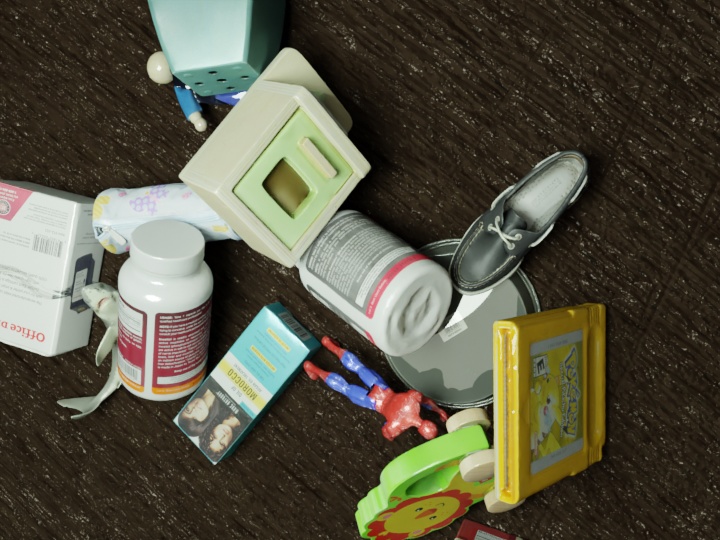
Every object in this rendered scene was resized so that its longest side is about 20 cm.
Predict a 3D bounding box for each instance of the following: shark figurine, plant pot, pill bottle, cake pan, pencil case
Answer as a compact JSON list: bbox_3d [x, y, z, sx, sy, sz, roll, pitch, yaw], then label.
[{"bbox_3d":[-0.331,0.093,1.096,0.089,0.127,0.217,39,124,35],"label":"shark figurine"},{"bbox_3d":[-0.161,-0.314,0.946,0.139,0.141,0.204,-6,84,11],"label":"plant pot"},{"bbox_3d":[0.000,0.000,0.933,0.199,0.110,0.112,36,105,38],"label":"pill bottle"},{"bbox_3d":[0.112,0.065,0.970,0.197,0.037,0.204,1,95,17],"label":"cake pan"},{"bbox_3d":[-0.235,-0.071,1.034,0.196,0.091,0.085,-5,92,16],"label":"pencil case"},{"bbox_3d":[-0.235,0.047,0.996,0.111,0.113,0.203,21,124,14],"label":"pill bottle"}]

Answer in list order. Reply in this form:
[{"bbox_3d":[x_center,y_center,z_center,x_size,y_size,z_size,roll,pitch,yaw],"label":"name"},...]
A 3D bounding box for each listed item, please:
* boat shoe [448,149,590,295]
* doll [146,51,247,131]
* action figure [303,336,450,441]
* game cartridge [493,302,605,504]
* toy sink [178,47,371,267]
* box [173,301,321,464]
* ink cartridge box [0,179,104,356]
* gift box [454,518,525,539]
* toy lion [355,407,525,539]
[{"bbox_3d":[0.174,-0.054,0.907,0.199,0.060,0.074,-41,78,1],"label":"boat shoe"},{"bbox_3d":[-0.179,-0.238,1.024,0.197,0.048,0.139,14,89,16],"label":"doll"},{"bbox_3d":[0.029,0.154,0.967,0.199,0.099,0.066,27,76,46],"label":"action figure"},{"bbox_3d":[0.205,0.131,0.868,0.032,0.198,0.180,3,96,43],"label":"game cartridge"},{"bbox_3d":[-0.076,-0.128,0.913,0.201,0.130,0.111,-52,36,-11],"label":"toy sink"},{"bbox_3d":[-0.144,0.142,1.044,0.082,0.049,0.201,42,104,10],"label":"box"},{"bbox_3d":[-0.427,-0.006,1.098,0.142,0.084,0.204,14,97,15],"label":"ink cartridge box"},{"bbox_3d":[0.143,0.414,0.908,0.182,0.200,0.190,16,100,19],"label":"gift box"},{"bbox_3d":[0.078,0.245,0.921,0.189,0.201,0.069,-24,55,7],"label":"toy lion"}]
